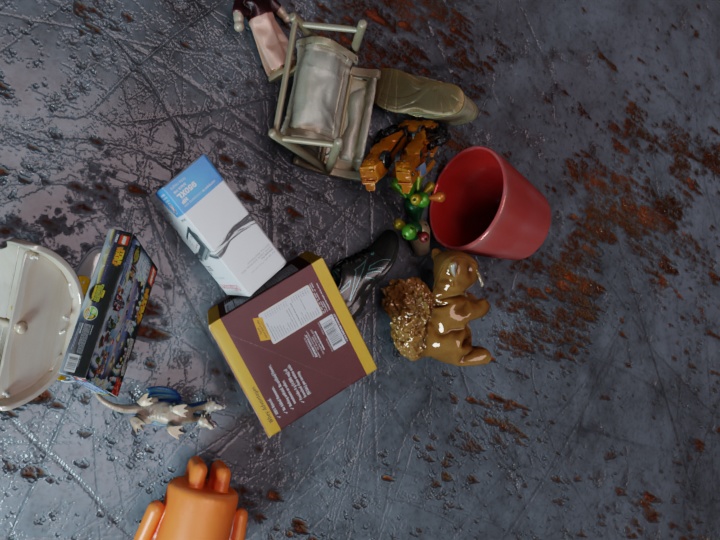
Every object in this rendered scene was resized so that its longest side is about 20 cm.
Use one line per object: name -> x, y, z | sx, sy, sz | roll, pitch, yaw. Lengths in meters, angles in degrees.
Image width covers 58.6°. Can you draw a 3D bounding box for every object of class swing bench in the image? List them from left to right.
swing bench -> -0.052, -0.280, 1.070 | 0.126, 0.200, 0.205 | 9, 84, 10

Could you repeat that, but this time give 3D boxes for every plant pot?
plant pot -> 0.257, -0.113, 1.225 | 0.174, 0.198, 0.207 | 17, 81, -35

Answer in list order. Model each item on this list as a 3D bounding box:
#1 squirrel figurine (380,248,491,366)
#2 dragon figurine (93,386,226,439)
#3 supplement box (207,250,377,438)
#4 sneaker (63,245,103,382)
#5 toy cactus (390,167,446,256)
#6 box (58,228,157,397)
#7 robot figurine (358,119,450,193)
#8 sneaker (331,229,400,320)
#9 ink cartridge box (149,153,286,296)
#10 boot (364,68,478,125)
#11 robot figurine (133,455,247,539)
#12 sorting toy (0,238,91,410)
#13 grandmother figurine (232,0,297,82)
squirrel figurine -> 0.138, 0.060, 1.162 | 0.194, 0.142, 0.192 | -4, 112, -11
dragon figurine -> -0.306, 0.213, 0.981 | 0.194, 0.099, 0.061 | 11, 86, -8
supplement box -> -0.112, 0.110, 1.022 | 0.197, 0.133, 0.201 | -29, 102, -10
sneaker -> -0.393, 0.064, 0.932 | 0.071, 0.070, 0.206 | 15, 82, -26
toy cactus -> 0.109, -0.105, 1.180 | 0.099, 0.203, 0.168 | -11, 130, 6
box -> -0.346, 0.063, 0.900 | 0.039, 0.137, 0.205 | 11, 70, 1
robot figurine -> 0.079, -0.210, 1.143 | 0.201, 0.141, 0.060 | -53, 142, -46
sneaker -> 0.000, 0.000, 1.141 | 0.079, 0.075, 0.202 | 40, 71, -19
ink cartridge box -> -0.220, -0.062, 0.985 | 0.084, 0.144, 0.202 | -43, 107, -20
boot -> 0.117, -0.321, 1.202 | 0.155, 0.195, 0.075 | -13, 116, -66
robot figurine -> -0.254, 0.393, 0.976 | 0.143, 0.114, 0.206 | 26, 74, -60
sorting toy -> -0.462, 0.052, 0.845 | 0.106, 0.176, 0.206 | 9, 96, -65
grandmother figurine -> -0.169, -0.422, 1.072 | 0.121, 0.060, 0.205 | -34, 103, -52
